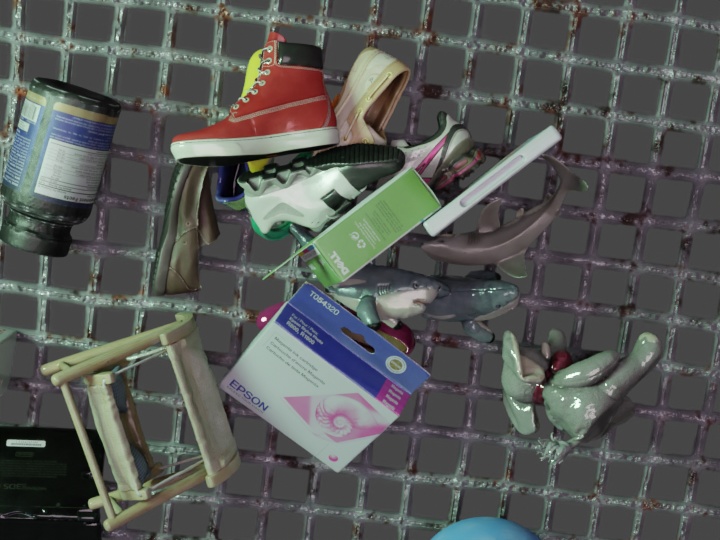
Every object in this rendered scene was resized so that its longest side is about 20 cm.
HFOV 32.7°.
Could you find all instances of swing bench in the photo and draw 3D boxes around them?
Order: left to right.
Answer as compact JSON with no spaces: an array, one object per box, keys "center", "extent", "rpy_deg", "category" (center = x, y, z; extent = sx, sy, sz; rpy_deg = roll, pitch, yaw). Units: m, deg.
[{"center":[-0.258,0.179,1.500],"extent":[0.200,0.130,0.199],"rpy_deg":[-21,100,-19],"category":"swing bench"}]

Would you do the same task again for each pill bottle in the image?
[{"center":[-0.369,-0.123,1.483],"extent":[0.112,0.112,0.200],"rpy_deg":[18,99,-4],"category":"pill bottle"}]

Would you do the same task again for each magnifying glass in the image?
[{"center":[-0.070,-0.127,1.520],"extent":[0.022,0.080,0.200],"rpy_deg":[28,87,36],"category":"magnifying glass"}]

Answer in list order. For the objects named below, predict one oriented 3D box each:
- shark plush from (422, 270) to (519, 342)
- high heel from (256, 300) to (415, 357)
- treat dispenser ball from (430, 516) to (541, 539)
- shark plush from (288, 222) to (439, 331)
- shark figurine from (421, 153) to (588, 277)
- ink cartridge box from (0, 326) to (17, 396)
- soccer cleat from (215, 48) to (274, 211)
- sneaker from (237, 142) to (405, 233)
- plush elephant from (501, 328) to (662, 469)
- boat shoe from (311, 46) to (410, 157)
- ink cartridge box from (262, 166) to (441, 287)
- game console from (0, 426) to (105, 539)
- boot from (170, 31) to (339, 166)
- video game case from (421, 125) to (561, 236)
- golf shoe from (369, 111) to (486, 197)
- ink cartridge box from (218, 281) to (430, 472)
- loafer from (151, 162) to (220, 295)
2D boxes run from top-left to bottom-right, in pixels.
[{"center":[0.098,0.019,1.528],"extent":[0.200,0.083,0.091],"rpy_deg":[18,79,10],"category":"shark plush"},{"center":[-0.031,0.075,1.532],"extent":[0.200,0.096,0.067],"rpy_deg":[2,99,-2],"category":"high heel"},{"center":[0.159,0.412,1.540],"extent":[0.201,0.201,0.201],"rpy_deg":[0,99,-2],"category":"treat dispenser ball"},{"center":[0.000,0.000,1.495],"extent":[0.200,0.091,0.083],"rpy_deg":[36,101,31],"category":"shark plush"},{"center":[0.197,-0.040,1.484],"extent":[0.214,0.090,0.128],"rpy_deg":[-32,141,20],"category":"shark figurine"},{"center":[-0.537,0.101,1.499],"extent":[0.200,0.147,0.083],"rpy_deg":[14,97,-5],"category":"ink cartridge box"},{"center":[-0.133,-0.170,1.491],"extent":[0.065,0.084,0.200],"rpy_deg":[17,102,33],"category":"soccer cleat"},{"center":[-0.038,-0.094,1.456],"extent":[0.200,0.074,0.089],"rpy_deg":[-12,111,11],"category":"sneaker"},{"center":[0.248,0.139,1.534],"extent":[0.200,0.165,0.155],"rpy_deg":[-34,61,-25],"category":"plush elephant"},{"center":[0.001,-0.171,1.496],"extent":[0.069,0.074,0.200],"rpy_deg":[26,99,28],"category":"boat shoe"},{"center":[-0.011,-0.032,1.413],"extent":[0.200,0.104,0.059],"rpy_deg":[-38,94,-13],"category":"ink cartridge box"},{"center":[-0.432,0.301,1.598],"extent":[0.200,0.116,0.176],"rpy_deg":[2,69,-3],"category":"game console"},{"center":[-0.133,-0.201,1.436],"extent":[0.200,0.072,0.144],"rpy_deg":[-11,90,-16],"category":"boot"},{"center":[0.150,-0.103,1.454],"extent":[0.182,0.200,0.023],"rpy_deg":[-37,90,3],"category":"video game case"},{"center":[0.052,-0.113,1.519],"extent":[0.200,0.073,0.092],"rpy_deg":[-37,93,0],"category":"golf shoe"},{"center":[-0.048,0.138,1.526],"extent":[0.196,0.043,0.200],"rpy_deg":[37,128,-6],"category":"ink cartridge box"},{"center":[-0.209,-0.062,1.526],"extent":[0.071,0.073,0.200],"rpy_deg":[11,104,-14],"category":"loafer"}]
